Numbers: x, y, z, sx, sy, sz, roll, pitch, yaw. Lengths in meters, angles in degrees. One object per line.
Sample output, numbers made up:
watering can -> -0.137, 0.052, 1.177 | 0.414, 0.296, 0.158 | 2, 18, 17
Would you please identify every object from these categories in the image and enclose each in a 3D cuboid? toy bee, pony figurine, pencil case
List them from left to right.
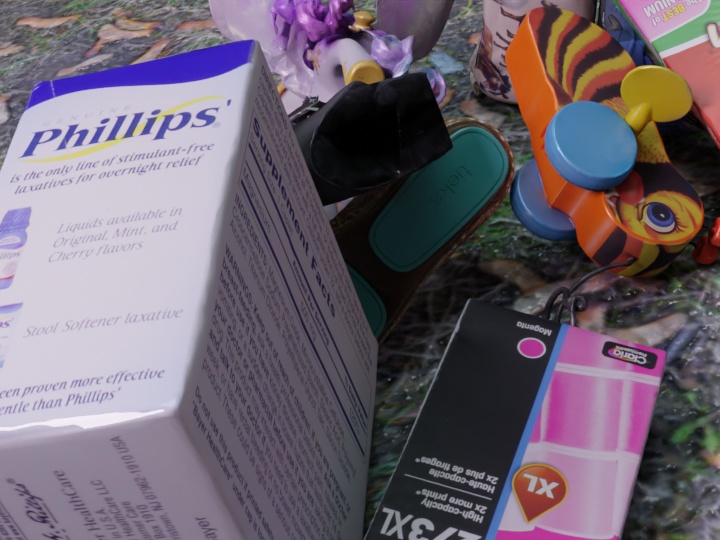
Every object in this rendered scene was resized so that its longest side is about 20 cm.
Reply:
pony figurine -> -0.013, -0.120, 0.851 | 0.165, 0.195, 0.200 | 5, 27, -20
pencil case -> 0.109, -0.198, 0.906 | 0.088, 0.201, 0.078 | 6, 41, 9
toy bee -> 0.133, -0.038, 0.743 | 0.107, 0.202, 0.131 | 6, -10, -16

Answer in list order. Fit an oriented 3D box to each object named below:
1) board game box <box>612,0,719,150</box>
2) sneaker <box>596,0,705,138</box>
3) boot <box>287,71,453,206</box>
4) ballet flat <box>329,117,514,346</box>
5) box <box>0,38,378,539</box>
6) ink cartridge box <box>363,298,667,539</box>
board game box -> 0.227, -0.132, 0.727 | 0.152, 0.040, 0.201 | -34, 51, 11
sneaker -> 0.185, -0.133, 0.897 | 0.077, 0.076, 0.201 | 7, 37, 5
boot -> -0.071, -0.031, 0.717 | 0.199, 0.066, 0.165 | -8, 27, 47
ballet flat -> 0.000, 0.000, 0.752 | 0.200, 0.071, 0.065 | -40, 5, -6
box -> -0.071, 0.045, 0.577 | 0.104, 0.185, 0.201 | -9, 42, 14
ink cartridge box -> 0.060, 0.095, 0.582 | 0.094, 0.037, 0.201 | 15, 44, 12
